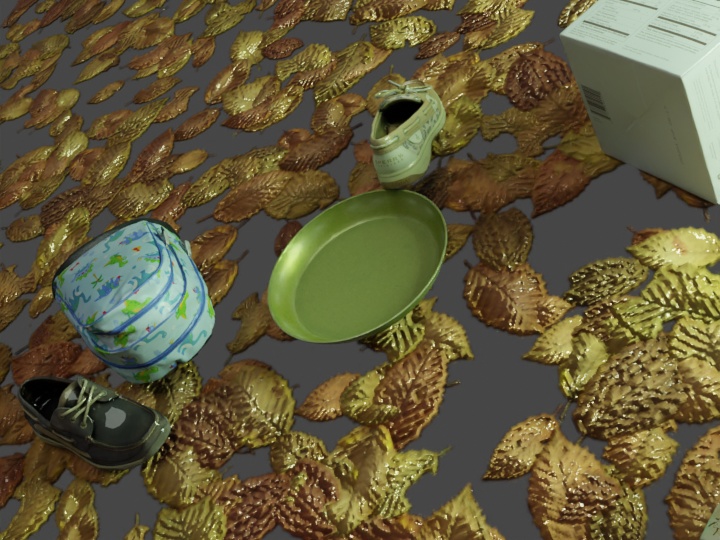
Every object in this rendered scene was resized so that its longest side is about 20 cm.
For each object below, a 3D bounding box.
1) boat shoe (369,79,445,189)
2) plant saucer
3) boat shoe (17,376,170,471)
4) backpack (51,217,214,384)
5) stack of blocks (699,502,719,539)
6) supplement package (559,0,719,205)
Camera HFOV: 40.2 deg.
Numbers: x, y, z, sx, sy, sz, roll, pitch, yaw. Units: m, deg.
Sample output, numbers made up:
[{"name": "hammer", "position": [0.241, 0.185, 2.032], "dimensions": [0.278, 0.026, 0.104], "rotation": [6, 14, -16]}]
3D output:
[{"name": "boat shoe", "position": [0.049, -0.167, 1.086], "dimensions": [0.073, 0.063, 0.200], "rotation": [-17, 33, 18]}, {"name": "plant saucer", "position": [0.000, 0.000, 0.995], "dimensions": [0.199, 0.031, 0.200], "rotation": [-19, 43, 18]}, {"name": "boat shoe", "position": [-0.281, 0.150, 0.999], "dimensions": [0.199, 0.073, 0.075], "rotation": [2, 52, 34]}, {"name": "backpack", "position": [-0.241, 0.032, 1.054], "dimensions": [0.163, 0.154, 0.200], "rotation": [-32, 53, -8]}, {"name": "stack of blocks", "position": [0.309, 0.137, 0.568], "dimensions": [0.115, 0.059, 0.200], "rotation": [-51, 13, -21]}, {"name": "supplement package", "position": [0.318, -0.198, 0.887], "dimensions": [0.200, 0.152, 0.151], "rotation": [-41, 41, -9]}]
